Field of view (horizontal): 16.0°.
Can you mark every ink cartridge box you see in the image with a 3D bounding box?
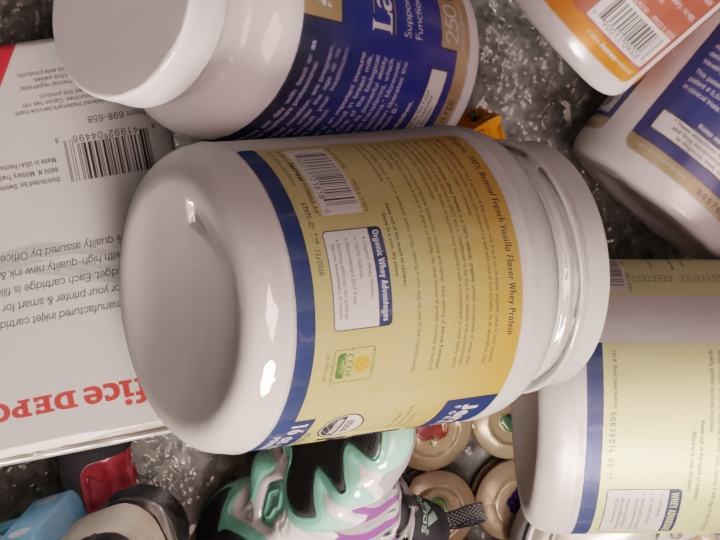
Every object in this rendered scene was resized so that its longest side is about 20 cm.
[{"bbox_3d":[-0.160,-0.006,1.265,0.144,0.084,0.200,-10,83,-17],"label":"ink cartridge box"}]

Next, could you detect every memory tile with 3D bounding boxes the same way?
[{"bbox_3d":[0.111,0.126,1.462,0.200,0.017,0.154,-8,105,-18],"label":"memory tile"}]

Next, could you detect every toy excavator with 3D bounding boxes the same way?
[{"bbox_3d":[-0.188,0.164,1.290,0.200,0.100,0.195,-19,101,14],"label":"toy excavator"}]

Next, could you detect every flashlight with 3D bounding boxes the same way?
[{"bbox_3d":[-0.121,0.139,1.354,0.068,0.068,0.200,-15,107,-17],"label":"flashlight"}]

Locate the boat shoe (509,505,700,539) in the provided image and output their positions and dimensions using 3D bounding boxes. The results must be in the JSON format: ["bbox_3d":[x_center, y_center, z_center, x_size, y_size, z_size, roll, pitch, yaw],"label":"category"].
[{"bbox_3d":[0.177,0.119,1.437,0.200,0.070,0.071,-28,110,-13],"label":"boat shoe"}]

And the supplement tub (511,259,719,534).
[{"bbox_3d":[0.185,0.066,1.349,0.200,0.145,0.145,0,102,-3],"label":"supplement tub"}]

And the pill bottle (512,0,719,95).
[{"bbox_3d":[0.170,-0.194,1.333,0.200,0.112,0.112,-41,113,12],"label":"pill bottle"}]

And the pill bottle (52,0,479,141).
[{"bbox_3d":[-0.045,-0.115,1.235,0.200,0.116,0.116,7,101,-49],"label":"pill bottle"}]

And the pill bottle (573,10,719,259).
[{"bbox_3d":[0.218,-0.109,1.396,0.111,0.111,0.200,40,87,-23],"label":"pill bottle"}]

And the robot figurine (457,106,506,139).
[{"bbox_3d":[0.000,0.000,1.371,0.200,0.058,0.145,-27,109,-13],"label":"robot figurine"}]

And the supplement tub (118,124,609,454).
[{"bbox_3d":[0.003,0.005,1.207,0.200,0.144,0.145,-6,104,-31],"label":"supplement tub"}]

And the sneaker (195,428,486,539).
[{"bbox_3d":[0.013,0.120,1.355,0.140,0.200,0.078,9,61,-28],"label":"sneaker"}]
